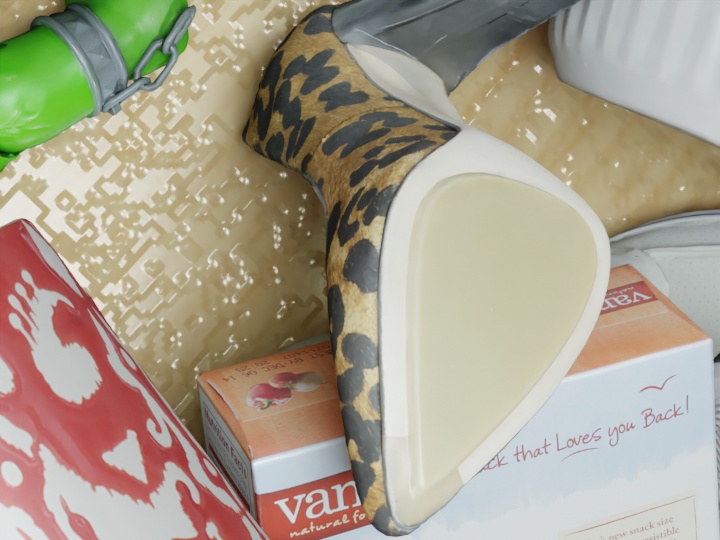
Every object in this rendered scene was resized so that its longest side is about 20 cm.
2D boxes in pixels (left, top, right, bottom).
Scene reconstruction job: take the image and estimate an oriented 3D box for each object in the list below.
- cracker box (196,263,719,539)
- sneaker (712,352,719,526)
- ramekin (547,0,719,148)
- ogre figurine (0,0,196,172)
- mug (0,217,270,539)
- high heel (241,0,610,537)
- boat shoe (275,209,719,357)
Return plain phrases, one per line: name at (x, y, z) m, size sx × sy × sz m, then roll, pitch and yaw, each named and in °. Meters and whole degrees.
cracker box at (0.034, 0.110, 0.763) m, size 0.134 × 0.058 × 0.201 m, roll -13°, pitch 119°, yaw -15°
sneaker at (0.164, 0.061, 0.810) m, size 0.112 × 0.077 × 0.200 m, roll -50°, pitch 138°, yaw -19°
ramekin at (0.146, -0.069, 0.773) m, size 0.202 × 0.202 × 0.094 m, roll 21°, pitch 96°, yaw -14°
ogre figurine at (-0.146, -0.084, 0.740) m, size 0.120 × 0.098 × 0.200 m, roll -60°, pitch 141°, yaw -11°
mug at (-0.088, 0.110, 0.647) m, size 0.177 × 0.133 × 0.200 m, roll -34°, pitch 93°, yaw -19°
high heel at (0.000, 0.000, 0.728) m, size 0.071 × 0.142 × 0.200 m, roll 33°, pitch 53°, yaw -25°
boat shoe at (0.065, 0.026, 0.806) m, size 0.199 × 0.070 × 0.071 m, roll -12°, pitch 91°, yaw -15°
